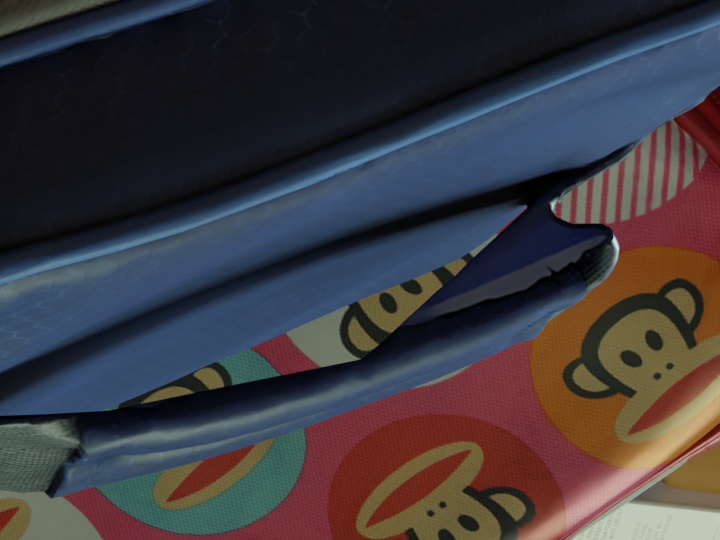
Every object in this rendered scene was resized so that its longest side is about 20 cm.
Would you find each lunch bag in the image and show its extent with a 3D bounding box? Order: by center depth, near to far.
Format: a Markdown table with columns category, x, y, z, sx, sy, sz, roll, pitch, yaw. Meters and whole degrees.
| category | x | y | z | sx | sy | sz | roll | pitch | yaw |
| --- | --- | --- | --- | --- | --- | --- | --- | --- | --- |
| lunch bag | -0.035 | -0.038 | 0.401 | 0.200 | 0.133 | 0.136 | -21 | 174 | -28 |
| lunch bag | -0.031 | -0.009 | 0.559 | 0.200 | 0.176 | 0.082 | -37 | -160 | 20 |

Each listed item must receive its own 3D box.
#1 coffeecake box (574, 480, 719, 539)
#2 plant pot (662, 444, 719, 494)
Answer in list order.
| category | x | y | z | sx | sy | sz | roll | pitch | yaw |
| --- | --- | --- | --- | --- | --- | --- | --- | --- | --- |
| coffeecake box | 0.077 | 0.061 | 1.123 | 0.199 | 0.154 | 0.073 | 7 | 126 | -13 |
| plant pot | 0.163 | -0.003 | 1.024 | 0.140 | 0.201 | 0.200 | -7 | 176 | 5 |
